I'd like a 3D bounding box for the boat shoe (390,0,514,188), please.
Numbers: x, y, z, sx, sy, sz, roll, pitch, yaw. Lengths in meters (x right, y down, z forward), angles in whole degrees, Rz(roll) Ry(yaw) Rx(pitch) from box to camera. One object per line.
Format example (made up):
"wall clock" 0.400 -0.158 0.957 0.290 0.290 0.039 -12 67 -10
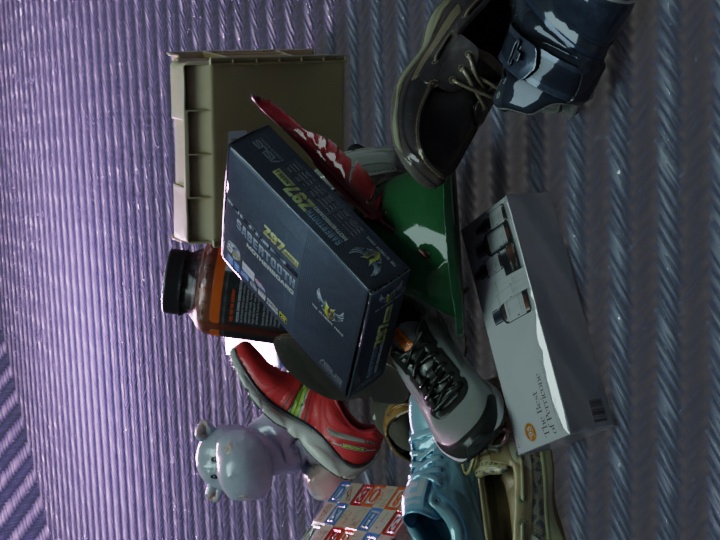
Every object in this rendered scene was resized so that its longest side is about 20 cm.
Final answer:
"boat shoe" 0.080 -0.160 1.014 0.073 0.074 0.202 -23 43 46

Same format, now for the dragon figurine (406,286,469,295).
"dragon figurine" 0.000 0.000 1.185 0.198 0.099 0.059 19 73 37

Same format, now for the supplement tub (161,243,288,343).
"supplement tub" -0.117 0.024 1.363 0.107 0.197 0.109 -172 90 -87

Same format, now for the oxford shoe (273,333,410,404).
"oxford shoe" -0.007 0.090 1.279 0.198 0.071 0.072 7 128 40

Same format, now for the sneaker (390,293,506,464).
"sneaker" 0.065 0.092 1.087 0.074 0.079 0.201 -45 34 13

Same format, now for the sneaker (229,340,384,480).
"sneaker" -0.056 0.138 1.357 0.199 0.085 0.077 41 -175 4

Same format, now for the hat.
"hat" 0.001 -0.033 1.098 0.166 0.173 0.203 75 -167 -61

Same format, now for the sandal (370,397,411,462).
"sandal" 0.056 0.164 1.222 0.200 0.054 0.083 36 128 55

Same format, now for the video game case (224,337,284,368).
"video game case" -0.128 0.015 1.575 0.181 0.045 0.203 3 98 62

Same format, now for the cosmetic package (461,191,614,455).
"cosmetic package" 0.143 0.044 1.027 0.083 0.050 0.203 -41 59 60

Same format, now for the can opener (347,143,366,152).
"can opener" 0.001 -0.039 1.291 0.063 0.078 0.203 -29 57 54

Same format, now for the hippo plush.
"hippo plush" -0.114 0.191 1.455 0.199 0.159 0.162 17 111 61

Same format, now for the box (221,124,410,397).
"box" -0.047 -0.007 1.097 0.200 0.051 0.159 46 147 23

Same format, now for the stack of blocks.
"stack of blocks" 0.008 0.285 1.270 0.059 0.116 0.199 44 158 -14

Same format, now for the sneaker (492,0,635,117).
"sneaker" 0.128 -0.208 0.974 0.203 0.076 0.148 55 139 43

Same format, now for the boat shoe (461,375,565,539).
"boat shoe" 0.129 0.192 1.071 0.073 0.062 0.203 -43 57 59

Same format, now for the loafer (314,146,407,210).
"loafer" -0.033 -0.069 1.257 0.198 0.070 0.071 -21 66 27

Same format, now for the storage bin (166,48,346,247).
"storage bin" -0.116 -0.136 1.352 0.093 0.196 0.203 21 114 56

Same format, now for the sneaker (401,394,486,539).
"sneaker" 0.071 0.195 1.113 0.074 0.081 0.203 -31 63 35
